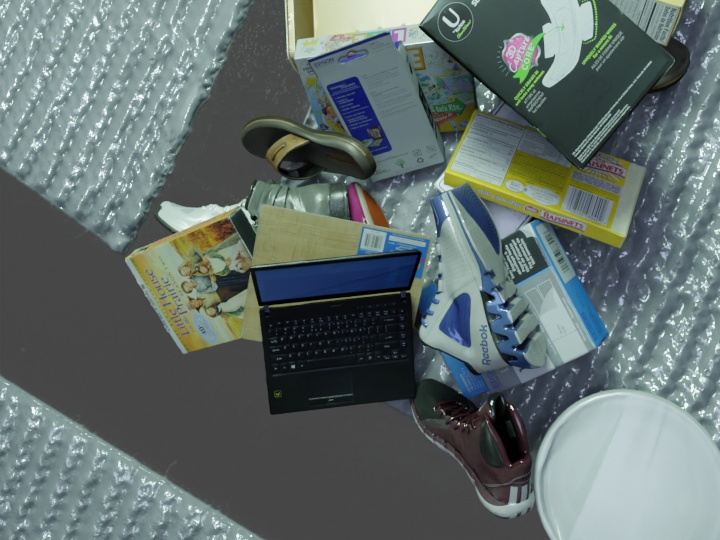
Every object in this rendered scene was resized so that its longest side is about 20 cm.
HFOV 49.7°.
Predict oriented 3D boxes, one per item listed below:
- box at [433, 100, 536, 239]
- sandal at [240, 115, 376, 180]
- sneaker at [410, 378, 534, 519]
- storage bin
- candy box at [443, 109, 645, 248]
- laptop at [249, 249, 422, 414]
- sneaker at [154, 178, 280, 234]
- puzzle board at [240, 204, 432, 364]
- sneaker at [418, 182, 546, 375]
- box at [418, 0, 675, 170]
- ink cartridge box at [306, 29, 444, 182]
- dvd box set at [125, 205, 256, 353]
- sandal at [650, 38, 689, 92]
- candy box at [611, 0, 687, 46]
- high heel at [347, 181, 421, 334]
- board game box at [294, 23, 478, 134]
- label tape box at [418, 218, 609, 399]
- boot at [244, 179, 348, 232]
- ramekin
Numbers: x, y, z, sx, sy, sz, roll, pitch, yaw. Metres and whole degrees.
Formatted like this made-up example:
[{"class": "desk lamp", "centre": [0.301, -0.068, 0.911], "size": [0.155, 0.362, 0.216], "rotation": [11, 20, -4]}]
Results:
[{"class": "box", "centre": [0.190, -0.135, 0.899], "size": [0.116, 0.060, 0.201], "rotation": [40, 97, 12]}, {"class": "sandal", "centre": [-0.071, -0.135, 0.935], "size": [0.196, 0.082, 0.055], "rotation": [19, 70, 27]}, {"class": "sneaker", "centre": [0.126, 0.158, 0.846], "size": [0.074, 0.118, 0.200], "rotation": [-21, 43, -25]}, {"class": "storage bin", "centre": [0.013, -0.338, 0.935], "size": [0.194, 0.094, 0.205], "rotation": [-3, 87, 14]}, {"class": "candy box", "centre": [0.195, -0.101, 0.827], "size": [0.196, 0.027, 0.103], "rotation": [22, 56, 13]}, {"class": "laptop", "centre": [-0.021, 0.071, 0.826], "size": [0.172, 0.104, 0.206], "rotation": [-5, 106, -5]}, {"class": "sneaker", "centre": [-0.156, -0.070, 0.986], "size": [0.196, 0.076, 0.118], "rotation": [24, 86, 5]}, {"class": "puzzle board", "centre": [-0.027, 0.018, 0.873], "size": [0.194, 0.017, 0.155], "rotation": [10, 104, -10]}, {"class": "sneaker", "centre": [0.099, 0.023, 0.799], "size": [0.113, 0.080, 0.204], "rotation": [-25, 87, 31]}, {"class": "box", "centre": [0.171, -0.216, 0.742], "size": [0.199, 0.149, 0.125], "rotation": [41, 107, -2]}, {"class": "ink cartridge box", "centre": [0.022, -0.189, 0.877], "size": [0.097, 0.201, 0.040], "rotation": [-12, 52, 17]}, {"class": "dvd box set", "centre": [-0.182, 0.018, 0.936], "size": [0.196, 0.029, 0.149], "rotation": [-15, 110, 36]}, {"class": "sandal", "centre": [0.272, -0.246, 0.842], "size": [0.194, 0.055, 0.084], "rotation": [10, 57, -9]}, {"class": "candy box", "centre": [0.255, -0.328, 0.823], "size": [0.196, 0.057, 0.118], "rotation": [25, 65, 14]}, {"class": "high heel", "centre": [0.000, 0.000, 0.943], "size": [0.095, 0.067, 0.205], "rotation": [-24, 77, 26]}, {"class": "board game box", "centre": [0.034, -0.216, 0.906], "size": [0.194, 0.136, 0.035], "rotation": [-3, 54, 14]}, {"class": "label tape box", "centre": [0.150, 0.055, 0.860], "size": [0.198, 0.063, 0.147], "rotation": [-32, 84, 33]}, {"class": "boot", "centre": [-0.075, -0.007, 0.930], "size": [0.127, 0.068, 0.206], "rotation": [-3, 92, -2]}, {"class": "ramekin", "centre": [0.288, 0.228, 0.843], "size": [0.196, 0.094, 0.209], "rotation": [0, 88, 14]}]
